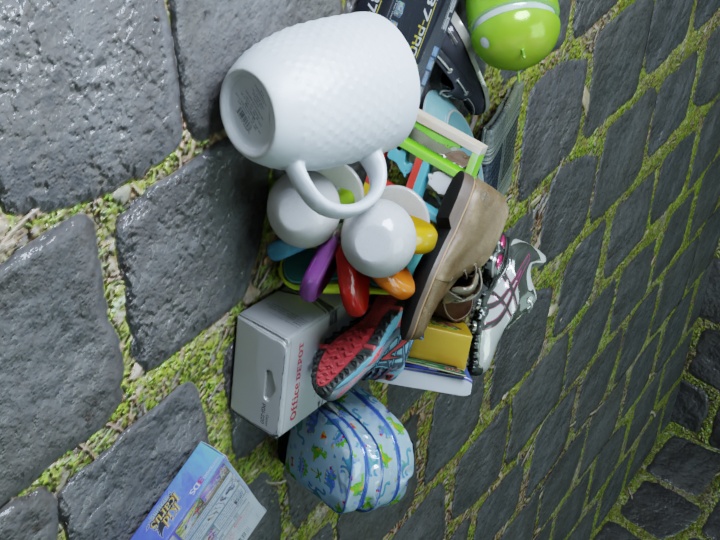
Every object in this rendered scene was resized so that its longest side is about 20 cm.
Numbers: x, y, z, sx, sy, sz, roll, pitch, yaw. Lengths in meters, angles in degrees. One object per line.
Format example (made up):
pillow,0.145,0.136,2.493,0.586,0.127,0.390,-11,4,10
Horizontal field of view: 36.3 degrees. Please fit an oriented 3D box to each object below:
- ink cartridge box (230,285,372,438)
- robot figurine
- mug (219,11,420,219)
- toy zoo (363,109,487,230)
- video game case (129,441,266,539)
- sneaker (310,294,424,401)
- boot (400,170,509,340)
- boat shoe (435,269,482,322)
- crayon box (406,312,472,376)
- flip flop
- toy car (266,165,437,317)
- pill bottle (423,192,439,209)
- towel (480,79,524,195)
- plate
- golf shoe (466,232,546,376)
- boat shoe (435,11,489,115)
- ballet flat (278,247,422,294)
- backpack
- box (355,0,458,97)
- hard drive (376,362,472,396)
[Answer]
ink cartridge box,-0.067,0.092,1.364,0.199,0.084,0.148,-33,139,-49
robot figurine,0.186,-0.341,1.362,0.176,0.113,0.204,66,17,-75
mug,-0.039,-0.151,1.109,0.174,0.147,0.203,-21,89,-41
toy zoo,0.062,-0.086,1.318,0.020,0.130,0.203,-22,138,-55
video game case,-0.211,0.335,1.345,0.201,0.045,0.182,-54,152,-21
sneaker,0.021,0.103,1.323,0.200,0.078,0.097,-43,123,-37
boot,0.106,-0.005,1.249,0.203,0.074,0.074,-66,-165,4
boat shoe,0.118,0.011,1.400,0.075,0.072,0.201,-35,144,-9
crayon box,0.081,0.085,1.481,0.200,0.124,0.052,-98,-159,-80
flip flop,0.122,-0.114,1.372,0.200,0.057,0.082,48,64,-25
toy car,-0.020,-0.030,1.227,0.175,0.197,0.153,-42,152,-73
pill bottle,0.083,-0.042,1.485,0.199,0.115,0.118,19,96,-63
towel,0.200,-0.166,1.653,0.201,0.034,0.196,-55,153,-53
plate,0.131,-0.146,1.470,0.200,0.025,0.204,43,41,-54
golf shoe,0.195,0.050,1.491,0.077,0.086,0.204,113,-7,-76
boat shoe,0.122,-0.264,1.452,0.062,0.073,0.200,-31,150,1
ballet flat,0.000,0.000,1.320,0.067,0.196,0.068,88,1,-73
backpack,-0.019,0.233,1.439,0.153,0.198,0.166,-10,122,-56
box,0.040,-0.270,1.298,0.161,0.049,0.203,3,111,-65
hard drive,0.077,0.123,1.501,0.200,0.129,0.026,-96,-164,-81
